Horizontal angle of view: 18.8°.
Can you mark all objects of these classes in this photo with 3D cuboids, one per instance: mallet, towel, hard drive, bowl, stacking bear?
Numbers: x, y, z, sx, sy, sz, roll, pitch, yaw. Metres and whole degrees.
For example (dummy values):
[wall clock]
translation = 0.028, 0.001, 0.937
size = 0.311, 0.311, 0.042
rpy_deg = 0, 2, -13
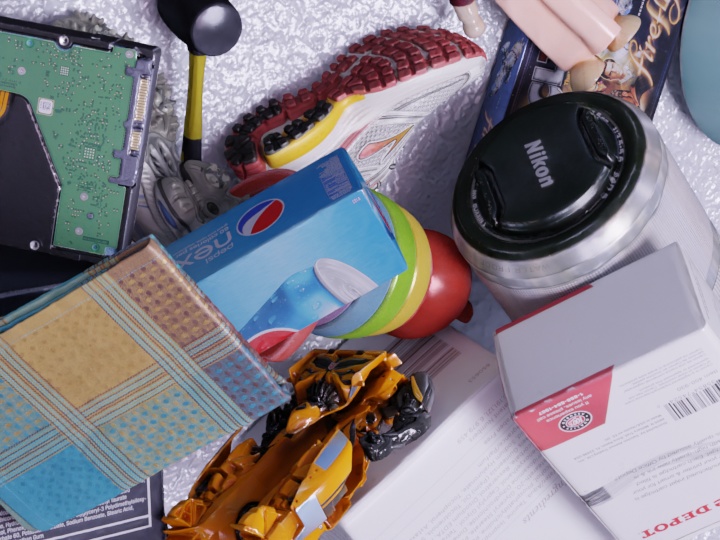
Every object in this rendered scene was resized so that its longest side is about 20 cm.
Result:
[mallet]
translation = -0.109, -0.095, 1.468
size = 0.041, 0.066, 0.201
rpy_deg = -7, 110, -26
[towel]
translation = -0.162, 0.072, 1.312
size = 0.199, 0.022, 0.147
rpy_deg = -29, 121, 19
[hard drive]
translation = -0.232, -0.089, 1.358
size = 0.199, 0.038, 0.141
rpy_deg = 10, 103, 4
[bowl]
translation = 0.350, -0.176, 1.661
size = 0.200, 0.105, 0.202
rpy_deg = -17, 117, -36
[stacking bear]
translation = 0.000, 0.000, 1.493
size = 0.200, 0.122, 0.114
rpy_deg = 12, 122, -51

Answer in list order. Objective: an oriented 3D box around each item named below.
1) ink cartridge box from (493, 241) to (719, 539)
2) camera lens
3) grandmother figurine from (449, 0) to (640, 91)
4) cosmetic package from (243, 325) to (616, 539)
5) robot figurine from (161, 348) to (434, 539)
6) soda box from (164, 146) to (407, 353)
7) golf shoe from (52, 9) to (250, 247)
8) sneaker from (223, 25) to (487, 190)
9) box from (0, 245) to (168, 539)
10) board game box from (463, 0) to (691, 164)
[ink cartridge box]
translation = 0.202, 0.093, 1.490
size = 0.146, 0.083, 0.200
rpy_deg = -26, 134, 16
[camera lens]
translation = 0.168, -0.016, 1.549
size = 0.160, 0.160, 0.200
rpy_deg = -47, 133, -8
[grandmother figurine]
translation = 0.107, -0.220, 1.531
size = 0.200, 0.061, 0.122
rpy_deg = 39, 84, -18
[cosmetic package]
translation = 0.056, 0.161, 1.586
size = 0.166, 0.167, 0.200
rpy_deg = -43, 121, -11
[robot figurine]
translation = -0.038, 0.121, 1.465
size = 0.200, 0.145, 0.058
rpy_deg = -50, 123, -34
[soda box]
translation = -0.076, 0.010, 1.344
size = 0.199, 0.064, 0.068
rpy_deg = -29, 120, 4
[golf shoe]
translation = -0.155, -0.071, 1.427
size = 0.078, 0.097, 0.200
rpy_deg = -25, 79, -49
[sneaker]
translation = 0.001, -0.104, 1.531
size = 0.199, 0.078, 0.082
rpy_deg = -31, 126, -8
[box]
translation = -0.240, 0.089, 1.419
size = 0.199, 0.123, 0.200
rpy_deg = -10, 112, -28
[board game box]
translation = 0.162, -0.139, 1.626
size = 0.135, 0.035, 0.201
rpy_deg = 11, 100, -32
